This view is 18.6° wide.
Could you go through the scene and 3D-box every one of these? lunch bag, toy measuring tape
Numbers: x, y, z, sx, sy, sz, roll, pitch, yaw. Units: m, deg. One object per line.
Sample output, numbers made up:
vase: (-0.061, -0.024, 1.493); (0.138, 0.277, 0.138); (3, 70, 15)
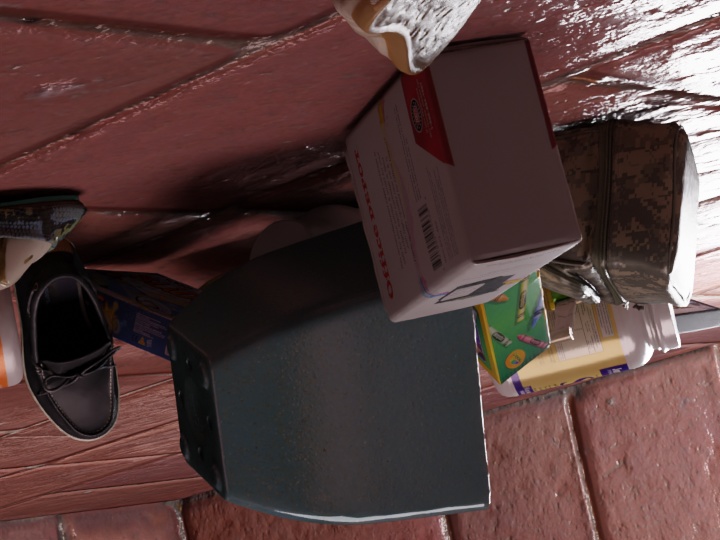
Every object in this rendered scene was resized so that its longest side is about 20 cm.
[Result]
lunch bag: (0.190, -0.044, 1.825); (0.167, 0.140, 0.200); (4, 173, 14)
toy measuring tape: (0.196, 0.003, 2.166); (0.073, 0.074, 0.200); (-15, -160, 16)

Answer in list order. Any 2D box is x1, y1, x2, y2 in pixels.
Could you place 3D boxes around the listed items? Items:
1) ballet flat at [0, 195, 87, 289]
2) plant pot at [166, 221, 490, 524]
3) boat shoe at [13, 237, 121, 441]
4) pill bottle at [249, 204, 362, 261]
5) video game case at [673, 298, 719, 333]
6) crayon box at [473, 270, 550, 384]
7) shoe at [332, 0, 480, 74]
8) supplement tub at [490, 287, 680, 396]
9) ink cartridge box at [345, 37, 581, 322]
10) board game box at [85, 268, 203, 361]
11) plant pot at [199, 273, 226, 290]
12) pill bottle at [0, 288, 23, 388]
ballet flat: (-0.281, -0.014, 1.568); (0.200, 0.074, 0.074); (-5, 168, -37)
plant pot: (-0.036, 0.089, 1.686); (0.200, 0.197, 0.196); (-12, -163, -20)
boat shoe: (-0.232, 0.063, 1.749); (0.074, 0.200, 0.062); (-21, -142, -17)
pill bottle: (0.000, 0.000, 1.877); (0.111, 0.111, 0.200); (-19, 168, 37)
video game case: (0.282, 0.044, 2.526); (0.200, 0.026, 0.181); (-7, -163, -35)
crayon box: (0.086, -0.005, 1.741); (0.058, 0.119, 0.200); (-37, 153, -10)
shoe: (0.023, -0.155, 1.209); (0.070, 0.053, 0.200); (-46, 170, 6)
supplement tub: (0.228, 0.045, 2.332); (0.199, 0.146, 0.145); (-13, 171, 9)
ink cartridge box: (0.065, -0.059, 1.514); (0.083, 0.146, 0.200); (-12, 171, -17)
board game box: (-0.160, 0.039, 1.830); (0.200, 0.035, 0.135); (19, -170, 42)
plant pot: (-0.074, 0.080, 1.997); (0.200, 0.201, 0.193); (-15, 165, 16)
pill bottle: (-0.372, 0.054, 1.725); (0.199, 0.110, 0.110); (-11, 170, -11)
